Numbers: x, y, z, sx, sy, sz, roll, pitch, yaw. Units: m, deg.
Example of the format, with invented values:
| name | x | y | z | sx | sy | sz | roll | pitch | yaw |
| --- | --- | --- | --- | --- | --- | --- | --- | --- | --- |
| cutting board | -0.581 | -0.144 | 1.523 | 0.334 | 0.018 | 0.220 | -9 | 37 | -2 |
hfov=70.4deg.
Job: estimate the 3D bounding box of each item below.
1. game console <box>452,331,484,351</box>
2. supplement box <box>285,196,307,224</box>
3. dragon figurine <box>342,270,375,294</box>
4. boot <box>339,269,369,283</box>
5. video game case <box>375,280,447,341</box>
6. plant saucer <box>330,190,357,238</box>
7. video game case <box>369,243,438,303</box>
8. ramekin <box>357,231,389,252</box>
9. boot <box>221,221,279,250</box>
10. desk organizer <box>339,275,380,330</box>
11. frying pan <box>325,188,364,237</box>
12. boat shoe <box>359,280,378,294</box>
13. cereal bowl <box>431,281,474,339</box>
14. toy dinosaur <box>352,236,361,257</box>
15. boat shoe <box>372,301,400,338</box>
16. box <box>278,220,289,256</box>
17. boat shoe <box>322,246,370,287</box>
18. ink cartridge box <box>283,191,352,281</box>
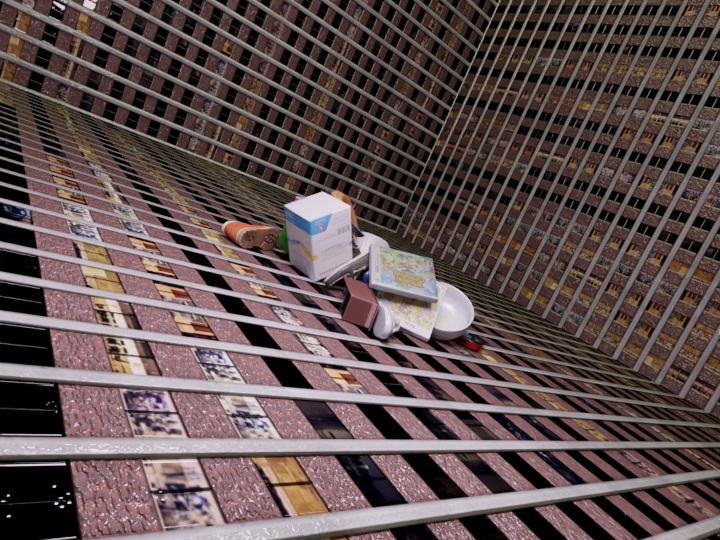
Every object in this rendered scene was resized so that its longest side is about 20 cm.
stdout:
| name | x | y | z | sx | sy | sz | roll | pitch | yaw |
| --- | --- | --- | --- | --- | --- | --- | --- | --- | --- |
| game console | 0.300 | 0.191 | 1.633 | 0.199 | 0.031 | 0.177 | 28 | 11 | 16 |
| supplement box | -0.154 | -0.180 | 1.708 | 0.103 | 0.102 | 0.200 | 26 | 11 | 11 |
| dragon figurine | 0.041 | 0.034 | 1.513 | 0.059 | 0.199 | 0.100 | 54 | -8 | 22 |
| boot | 0.000 | 0.000 | 1.642 | 0.198 | 0.074 | 0.075 | -5 | 8 | -13 |
| video game case | 0.139 | 0.083 | 1.450 | 0.181 | 0.023 | 0.201 | 25 | 52 | 4 |
| plant saucer | -0.051 | -0.177 | 1.747 | 0.037 | 0.202 | 0.200 | -12 | 0 | 16 |
| video game case | 0.121 | 0.006 | 1.460 | 0.198 | 0.022 | 0.183 | 14 | 38 | -10 |
| ramekin | 0.022 | -0.079 | 1.984 | 0.201 | 0.095 | 0.202 | 17 | -12 | 4 |
| boot | -0.336 | -0.115 | 1.580 | 0.107 | 0.076 | 0.199 | 24 | 10 | 27 |
| desk organizer | -0.012 | 0.079 | 1.342 | 0.076 | 0.072 | 0.200 | 20 | 11 | -12 |
| frying pan | -0.045 | -0.163 | 1.575 | 0.115 | 0.031 | 0.190 | 52 | 5 | 40 |
| boat shoe | 0.035 | 0.034 | 1.703 | 0.201 | 0.065 | 0.074 | 29 | 42 | 35 |
| cereal bowl | 0.234 | 0.130 | 1.525 | 0.198 | 0.084 | 0.201 | 8 | 42 | -8 |
| toy dinosaur | -0.027 | -0.056 | 1.663 | 0.200 | 0.076 | 0.103 | 63 | 10 | -58 |
| boat shoe | 0.069 | 0.128 | 1.294 | 0.069 | 0.072 | 0.200 | 18 | 6 | -10 |
| box | -0.170 | -0.088 | 1.755 | 0.175 | 0.097 | 0.200 | 20 | 10 | -28 |
| boat shoe | -0.021 | -0.001 | 1.508 | 0.061 | 0.201 | 0.072 | 55 | -25 | 0 |
| ink cartridge box | -0.123 | -0.102 | 1.522 | 0.146 | 0.202 | 0.146 | -24 | 38 | -32 |
